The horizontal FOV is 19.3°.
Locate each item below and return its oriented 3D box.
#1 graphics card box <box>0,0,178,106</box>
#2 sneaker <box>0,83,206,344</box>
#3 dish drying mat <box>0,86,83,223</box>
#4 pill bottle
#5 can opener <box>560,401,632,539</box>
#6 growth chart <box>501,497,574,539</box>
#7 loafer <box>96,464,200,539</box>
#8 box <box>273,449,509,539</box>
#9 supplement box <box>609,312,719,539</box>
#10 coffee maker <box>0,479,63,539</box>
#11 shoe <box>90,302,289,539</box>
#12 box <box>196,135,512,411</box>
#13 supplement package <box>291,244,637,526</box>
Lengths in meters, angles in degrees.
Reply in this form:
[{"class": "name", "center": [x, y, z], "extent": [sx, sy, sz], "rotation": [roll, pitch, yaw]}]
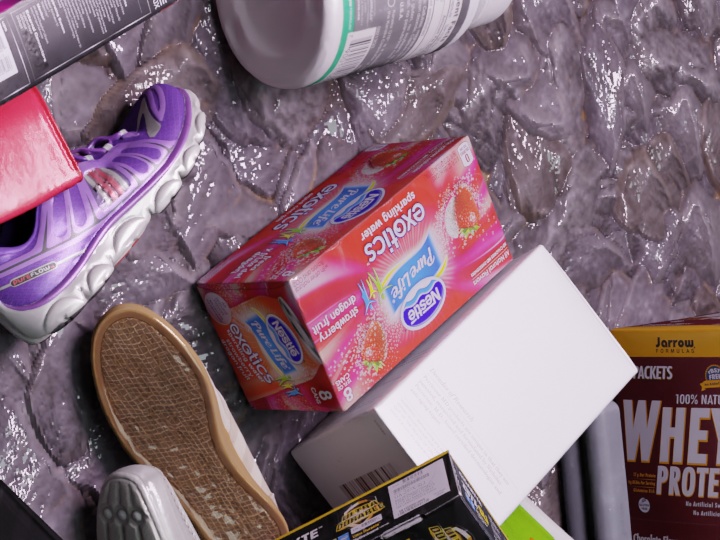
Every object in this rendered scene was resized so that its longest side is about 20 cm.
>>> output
[{"class": "graphics card box", "center": [-0.213, -0.132, 1.186], "extent": [0.200, 0.125, 0.051], "rotation": [-38, 121, -38]}, {"class": "sneaker", "center": [-0.163, -0.050, 1.272], "extent": [0.083, 0.080, 0.200], "rotation": [45, 53, -15]}, {"class": "dish drying mat", "center": [-0.255, -0.043, 1.188], "extent": [0.199, 0.018, 0.077], "rotation": [-28, 93, -30]}, {"class": "pill bottle", "center": [0.009, -0.194, 1.419], "extent": [0.199, 0.113, 0.114], "rotation": [-20, 103, -44]}, {"class": "can opener", "center": [0.171, 0.201, 1.608], "extent": [0.067, 0.053, 0.202], "rotation": [-8, 93, -45]}, {"class": "growth chart", "center": [0.128, 0.220, 1.495], "extent": [0.145, 0.018, 0.200], "rotation": [41, 21, -23]}, {"class": "loafer", "center": [-0.110, 0.206, 1.322], "extent": [0.070, 0.070, 0.201], "rotation": [-37, 121, -45]}, {"class": "box", "center": [0.037, 0.228, 1.351], "extent": [0.200, 0.159, 0.049], "rotation": [55, 11, -31]}, {"class": "supplement box", "center": [0.317, 0.136, 1.699], "extent": [0.196, 0.132, 0.202], "rotation": [-6, 93, -44]}, {"class": "coffee maker", "center": [-0.232, 0.145, 1.149], "extent": [0.200, 0.134, 0.193], "rotation": [52, 54, -28]}, {"class": "shoe", "center": [-0.112, 0.106, 1.338], "extent": [0.070, 0.053, 0.201], "rotation": [-30, 109, -6]}, {"class": "box", "center": [0.000, 0.000, 1.415], "extent": [0.200, 0.095, 0.100], "rotation": [-39, 116, -38]}, {"class": "supplement package", "center": [0.073, 0.096, 1.449], "extent": [0.118, 0.117, 0.200], "rotation": [51, 54, -5]}]
